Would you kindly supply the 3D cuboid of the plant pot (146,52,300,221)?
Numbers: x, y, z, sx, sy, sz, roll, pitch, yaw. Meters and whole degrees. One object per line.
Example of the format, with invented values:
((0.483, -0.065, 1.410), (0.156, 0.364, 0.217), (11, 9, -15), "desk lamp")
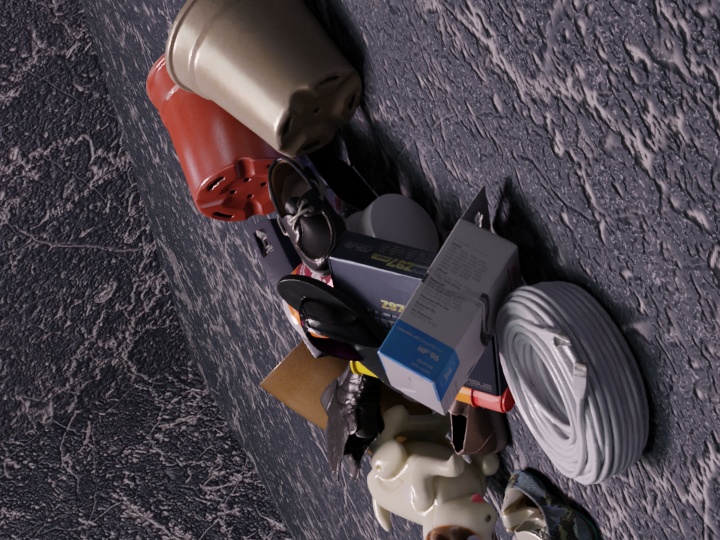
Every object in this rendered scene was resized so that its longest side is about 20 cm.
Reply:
((-0.171, -0.185, 1.902), (0.201, 0.200, 0.196), (93, 162, -61), "plant pot")

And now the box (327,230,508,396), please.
((0.069, 0.048, 1.563), (0.199, 0.051, 0.158), (15, 138, 24), "box")

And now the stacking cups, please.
((0.088, 0.116, 1.641), (0.199, 0.061, 0.061), (13, 136, 27), "stacking cups")

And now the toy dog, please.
((0.094, 0.292, 1.805), (0.139, 0.194, 0.200), (17, -155, -48), "toy dog")

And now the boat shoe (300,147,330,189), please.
((-0.079, -0.137, 2.002), (0.200, 0.070, 0.066), (101, 155, -69), "boat shoe")

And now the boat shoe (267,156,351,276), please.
((-0.064, -0.068, 1.655), (0.060, 0.074, 0.200), (38, -160, -34), "boat shoe")

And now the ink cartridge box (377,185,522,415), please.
((0.102, 0.030, 1.398), (0.068, 0.200, 0.116), (28, 166, 18), "ink cartridge box")

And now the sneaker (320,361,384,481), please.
((0.005, 0.168, 1.783), (0.200, 0.060, 0.104), (-57, 43, 37), "sneaker")

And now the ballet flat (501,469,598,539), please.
((0.200, 0.283, 1.634), (0.074, 0.074, 0.200), (70, 166, -13), "ballet flat")

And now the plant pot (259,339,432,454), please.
((-0.003, 0.156, 1.930), (0.200, 0.186, 0.186), (44, 165, -1), "plant pot")

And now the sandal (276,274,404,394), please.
((-0.013, 0.076, 1.574), (0.200, 0.048, 0.075), (38, 145, -4), "sandal")

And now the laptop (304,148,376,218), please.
((-0.024, -0.062, 1.823), (0.177, 0.103, 0.201), (-127, 34, -45), "laptop")

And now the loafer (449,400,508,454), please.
((0.120, 0.141, 1.689), (0.073, 0.071, 0.201), (32, 143, 66), "loafer")

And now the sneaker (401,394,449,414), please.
((0.095, 0.094, 1.748), (0.084, 0.074, 0.201), (27, 141, 34), "sneaker")

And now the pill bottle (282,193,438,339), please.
((0.000, 0.000, 1.690), (0.200, 0.114, 0.114), (-43, 68, 45), "pill bottle")

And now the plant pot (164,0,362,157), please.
((-0.102, -0.243, 1.710), (0.184, 0.200, 0.201), (46, 158, 25), "plant pot")

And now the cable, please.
((0.198, 0.104, 1.352), (0.200, 0.069, 0.201), (46, 156, 57), "cable")

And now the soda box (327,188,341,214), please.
((-0.064, -0.042, 2.047), (0.200, 0.063, 0.070), (105, 155, -63), "soda box")

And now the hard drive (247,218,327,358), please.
((-0.052, 0.014, 1.828), (0.042, 0.135, 0.200), (-46, 64, 38), "hard drive")
